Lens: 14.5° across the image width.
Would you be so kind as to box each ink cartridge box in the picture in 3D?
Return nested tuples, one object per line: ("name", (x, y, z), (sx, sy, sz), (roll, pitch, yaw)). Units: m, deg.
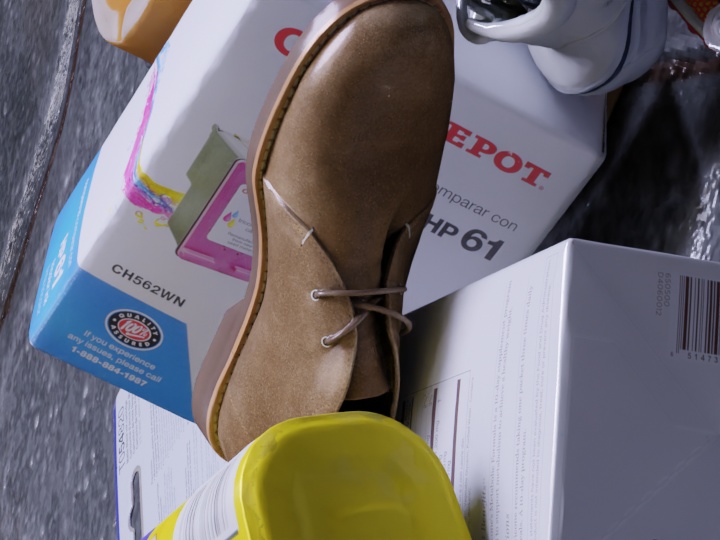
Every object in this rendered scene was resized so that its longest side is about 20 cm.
("ink cartridge box", (-0.072, 0.081, 1.419), (0.200, 0.041, 0.200), (122, 152, -42))
("ink cartridge box", (-0.016, -0.031, 1.066), (0.200, 0.144, 0.085), (-55, 16, 34))

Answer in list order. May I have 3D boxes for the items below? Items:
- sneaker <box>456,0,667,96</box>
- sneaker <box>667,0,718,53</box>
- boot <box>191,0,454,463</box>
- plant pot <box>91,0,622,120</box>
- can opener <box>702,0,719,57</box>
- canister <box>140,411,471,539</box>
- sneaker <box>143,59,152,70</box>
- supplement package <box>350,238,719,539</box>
("sneaker", (0.059, -0.102, 0.921), (0.200, 0.071, 0.073), (88, 158, -73))
("sneaker", (0.129, -0.158, 0.974), (0.077, 0.073, 0.200), (-31, 56, 40))
("boot", (0.000, 0.000, 0.936), (0.075, 0.073, 0.200), (55, 139, 46))
("plant pot", (-0.005, -0.135, 1.146), (0.200, 0.183, 0.201), (-170, 90, -70))
("can opener", (0.131, -0.113, 0.894), (0.063, 0.079, 0.200), (-40, 48, 30))
("canister", (-0.036, 0.147, 0.915), (0.200, 0.086, 0.149), (-42, 59, 52))
("sneaker", (-0.031, -0.065, 1.269), (0.075, 0.200, 0.076), (-16, 17, 26))
("supplement package", (0.072, 0.068, 0.946), (0.200, 0.114, 0.110), (154, 123, -65))
